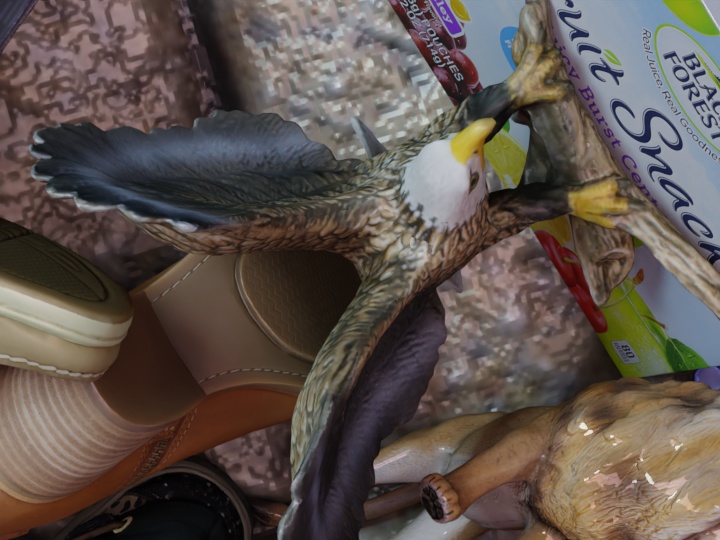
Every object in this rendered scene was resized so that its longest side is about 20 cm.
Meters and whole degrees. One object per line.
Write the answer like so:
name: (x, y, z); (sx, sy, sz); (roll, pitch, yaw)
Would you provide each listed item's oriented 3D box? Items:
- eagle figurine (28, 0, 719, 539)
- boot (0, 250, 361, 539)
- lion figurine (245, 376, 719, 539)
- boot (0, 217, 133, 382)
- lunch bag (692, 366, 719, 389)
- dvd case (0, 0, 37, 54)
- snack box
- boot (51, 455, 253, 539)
eagle figurine: (0.001, -0.005, 0.925); (0.200, 0.152, 0.151); (-33, 139, -26)
boot: (-0.084, 0.050, 1.035); (0.155, 0.200, 0.077); (-30, 89, 36)
lion figurine: (0.054, 0.072, 1.031); (0.122, 0.200, 0.073); (-24, 107, -29)
boot: (-0.176, 0.051, 0.917); (0.199, 0.072, 0.155); (12, 99, 6)
lunch bag: (0.172, 0.122, 1.085); (0.150, 0.094, 0.201); (-27, 88, 1)
dvd case: (-0.202, -0.101, 0.885); (0.199, 0.016, 0.149); (31, 58, -3)
snack box: (0.101, -0.068, 0.993); (0.068, 0.168, 0.200); (-39, 103, -26)
boot: (-0.116, 0.155, 1.018); (0.073, 0.154, 0.204); (43, 94, -8)
